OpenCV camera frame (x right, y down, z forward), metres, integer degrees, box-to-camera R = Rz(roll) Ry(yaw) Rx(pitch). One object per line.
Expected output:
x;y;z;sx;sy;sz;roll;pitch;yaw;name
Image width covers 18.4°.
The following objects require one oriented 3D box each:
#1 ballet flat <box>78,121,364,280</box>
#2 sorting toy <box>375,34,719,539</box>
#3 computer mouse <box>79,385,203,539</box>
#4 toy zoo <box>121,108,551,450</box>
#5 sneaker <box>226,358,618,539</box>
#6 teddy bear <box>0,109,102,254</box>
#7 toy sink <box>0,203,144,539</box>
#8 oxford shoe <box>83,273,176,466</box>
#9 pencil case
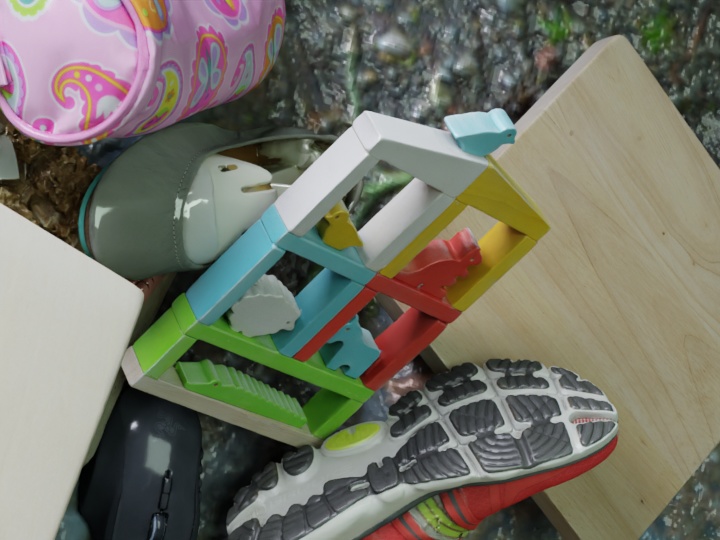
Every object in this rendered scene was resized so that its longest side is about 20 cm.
-0.055;-0.037;1.031;0.200;0.064;0.067;-22;116;-64;ballet flat
0.114;0.017;1.173;0.199;0.070;0.200;-45;108;-24;sorting toy
-0.103;0.151;1.061;0.059;0.034;0.200;4;85;-30;computer mouse
0.000;0.000;1.024;0.200;0.020;0.131;-43;140;19;toy zoo
0.034;0.109;1.088;0.200;0.077;0.085;-21;131;7;sneaker
-0.180;-0.069;1.000;0.200;0.067;0.145;49;54;-7;teddy bear
-0.190;0.073;0.871;0.130;0.112;0.200;32;50;-20;toy sink
-0.141;0.044;1.040;0.200;0.071;0.074;-53;147;-30;oxford shoe
-0.098;-0.106;0.993;0.200;0.087;0.088;-38;110;-71;pencil case
